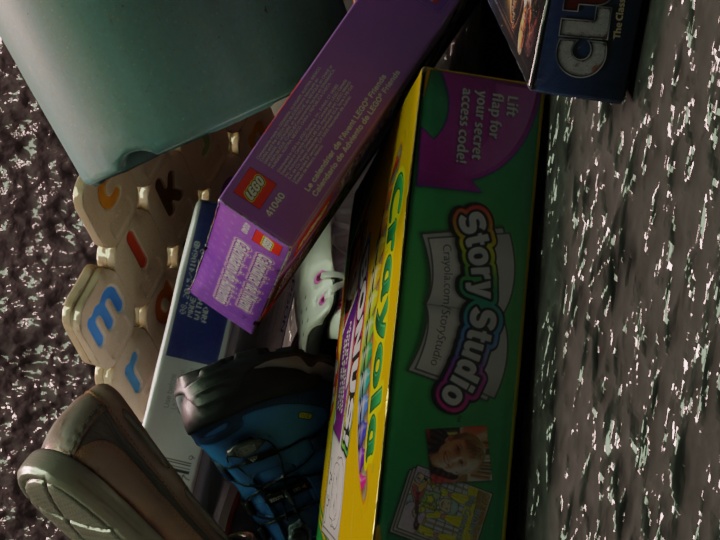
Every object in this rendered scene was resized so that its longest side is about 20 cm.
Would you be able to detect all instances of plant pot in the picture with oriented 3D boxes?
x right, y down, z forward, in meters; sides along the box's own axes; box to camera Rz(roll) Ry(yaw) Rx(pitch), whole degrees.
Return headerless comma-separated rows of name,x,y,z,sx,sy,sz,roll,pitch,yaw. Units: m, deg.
plant pot,-0.103,-0.158,1.234,0.197,0.200,0.200,65,174,-4

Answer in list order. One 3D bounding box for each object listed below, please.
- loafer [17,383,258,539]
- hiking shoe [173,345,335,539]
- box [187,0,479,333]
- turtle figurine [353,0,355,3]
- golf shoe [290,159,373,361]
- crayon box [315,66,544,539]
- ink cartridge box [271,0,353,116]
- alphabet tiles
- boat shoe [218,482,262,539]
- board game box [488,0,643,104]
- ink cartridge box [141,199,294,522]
loafer,-0.072,0.134,1.219,0.072,0.200,0.063,-8,43,53
hiking shoe,-0.020,0.101,1.191,0.200,0.074,0.087,46,-154,-55
box,-0.001,-0.077,1.128,0.200,0.039,0.137,-56,-2,-18
turtle figurine,0.023,-0.212,1.311,0.200,0.064,0.162,90,-168,-75
golf shoe,0.000,0.000,1.298,0.092,0.072,0.201,-145,53,-77
crayon box,0.025,0.040,1.076,0.173,0.058,0.201,117,160,-72
ink cartridge box,-0.028,-0.119,1.551,0.145,0.084,0.201,170,106,-83
alphabet tiles,-0.097,-0.023,1.380,0.200,0.015,0.196,-64,-30,-30
boat shoe,-0.039,0.130,1.346,0.200,0.062,0.071,-73,-5,-53
board game box,0.076,-0.155,0.948,0.200,0.034,0.136,-103,20,-70
ink cartridge box,-0.079,0.072,1.360,0.200,0.040,0.200,59,-137,-82
